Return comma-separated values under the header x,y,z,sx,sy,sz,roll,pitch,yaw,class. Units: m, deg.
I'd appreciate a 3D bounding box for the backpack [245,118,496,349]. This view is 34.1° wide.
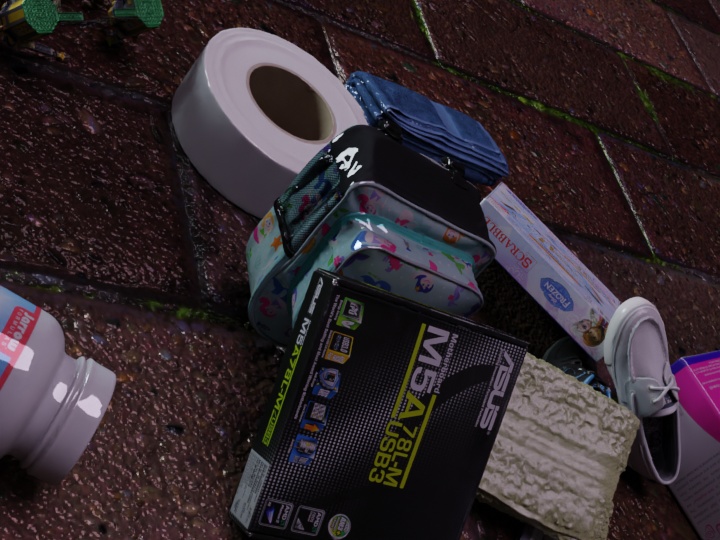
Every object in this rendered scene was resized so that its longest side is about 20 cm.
x,y,z,sx,sy,sz,roll,pitch,yaw,class
0.000,0.000,0.992,0.176,0.200,0.152,24,43,-33,backpack

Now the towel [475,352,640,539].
x,y,z,sx,sy,sz,roll,pitch,yaw,class
0.149,0.151,1.059,0.198,0.037,0.150,26,69,-5,towel

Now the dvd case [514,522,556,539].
x,y,z,sx,sy,sz,roll,pitch,yaw,class
0.207,0.315,1.034,0.200,0.016,0.149,42,35,-3,dvd case

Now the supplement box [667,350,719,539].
x,y,z,sx,sy,sz,roll,pitch,yaw,class
0.388,0.200,1.260,0.103,0.101,0.202,-3,56,-47,supplement box

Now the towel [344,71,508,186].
x,y,z,sx,sy,sz,roll,pitch,yaw,class
0.077,-0.167,1.356,0.198,0.049,0.112,18,30,-31,towel

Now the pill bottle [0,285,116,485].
x,y,z,sx,sy,sz,roll,pitch,yaw,class
-0.262,0.054,0.748,0.199,0.109,0.109,32,37,-17,pill bottle

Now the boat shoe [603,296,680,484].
x,y,z,sx,sy,sz,roll,pitch,yaw,class
0.290,0.126,1.176,0.071,0.203,0.068,-14,26,-21,boat shoe

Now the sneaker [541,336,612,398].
x,y,z,sx,sy,sz,roll,pitch,yaw,class
0.226,0.128,1.187,0.073,0.082,0.201,33,35,-11,sneaker

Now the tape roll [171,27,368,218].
x,y,z,sx,sy,sz,roll,pitch,yaw,class
-0.084,-0.143,1.164,0.201,0.071,0.204,27,38,-23,tape roll

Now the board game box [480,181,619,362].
x,y,z,sx,sy,sz,roll,pitch,yaw,class
0.202,-0.005,1.282,0.200,0.041,0.199,46,15,3,board game box

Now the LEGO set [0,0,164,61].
x,y,z,sx,sy,sz,roll,pitch,yaw,class
-0.289,-0.269,1.085,0.199,0.115,0.156,-31,107,-51,LEGO set

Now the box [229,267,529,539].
x,y,z,sx,sy,sz,roll,pitch,yaw,class
0.018,0.121,0.905,0.191,0.203,0.047,20,1,-29,box
